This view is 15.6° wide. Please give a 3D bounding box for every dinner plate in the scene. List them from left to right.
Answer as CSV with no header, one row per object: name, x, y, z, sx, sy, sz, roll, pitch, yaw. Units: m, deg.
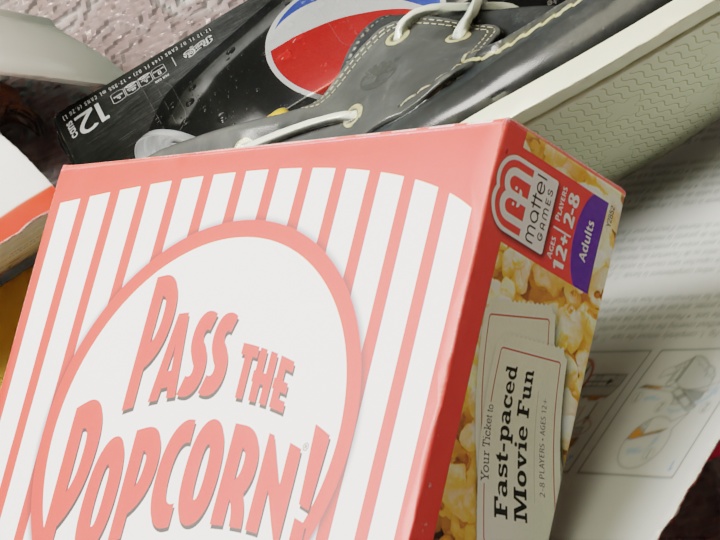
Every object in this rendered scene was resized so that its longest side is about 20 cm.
dinner plate,-0.173,-0.086,0.903,0.200,0.200,0.024,12,94,37

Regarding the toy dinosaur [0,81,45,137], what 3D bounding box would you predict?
toy dinosaur,-0.190,-0.005,0.913,0.135,0.086,0.200,8,64,1

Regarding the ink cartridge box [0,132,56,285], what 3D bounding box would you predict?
ink cartridge box,-0.163,0.012,0.776,0.162,0.050,0.200,-34,0,-13

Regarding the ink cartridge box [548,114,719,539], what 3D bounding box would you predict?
ink cartridge box,0.078,0.015,0.651,0.200,0.047,0.160,-53,23,-23

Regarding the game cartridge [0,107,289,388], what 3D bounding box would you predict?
game cartridge,-0.042,0.079,0.729,0.176,0.032,0.200,-32,68,-2

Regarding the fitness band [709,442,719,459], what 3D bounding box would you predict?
fitness band,0.093,0.115,0.620,0.143,0.037,0.200,-24,57,29

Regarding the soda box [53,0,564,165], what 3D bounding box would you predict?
soda box,0.005,-0.063,0.857,0.200,0.071,0.063,-32,43,0

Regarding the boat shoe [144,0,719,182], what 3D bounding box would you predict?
boat shoe,0.023,-0.042,0.670,0.200,0.072,0.068,-28,68,31

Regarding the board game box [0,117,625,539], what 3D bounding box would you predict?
board game box,-0.030,0.070,0.592,0.151,0.046,0.200,-4,66,44
